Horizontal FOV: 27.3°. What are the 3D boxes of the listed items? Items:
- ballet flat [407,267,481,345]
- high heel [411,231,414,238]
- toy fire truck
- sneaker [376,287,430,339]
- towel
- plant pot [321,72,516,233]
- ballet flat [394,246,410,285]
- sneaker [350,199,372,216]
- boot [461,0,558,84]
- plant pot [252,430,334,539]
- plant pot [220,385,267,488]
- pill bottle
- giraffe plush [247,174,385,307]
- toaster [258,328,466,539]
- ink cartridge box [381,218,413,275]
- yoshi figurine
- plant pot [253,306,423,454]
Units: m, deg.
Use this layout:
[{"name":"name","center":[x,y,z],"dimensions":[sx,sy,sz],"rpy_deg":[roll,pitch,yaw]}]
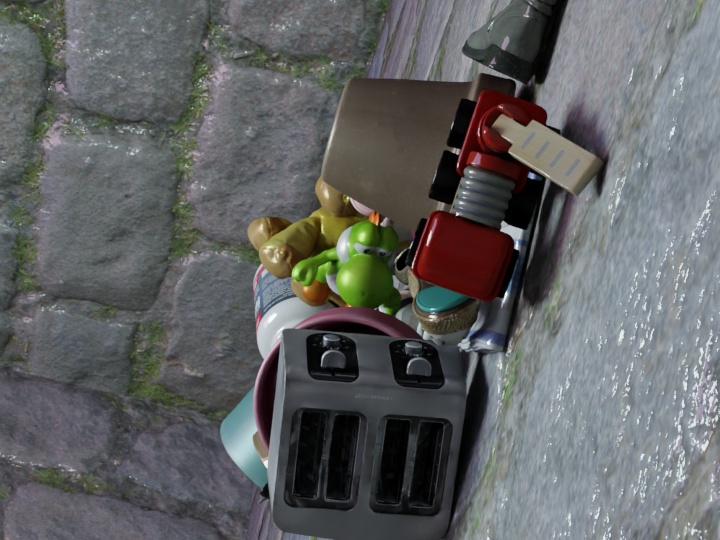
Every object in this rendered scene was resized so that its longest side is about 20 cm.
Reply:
[{"name":"ballet flat","center":[0.084,0.035,1.424],"dimensions":[0.200,0.070,0.065],"rpy_deg":[-88,-14,-74]},{"name":"high heel","center":[0.082,-0.045,1.753],"dimensions":[0.096,0.067,0.200],"rpy_deg":[-63,-3,26]},{"name":"toy fire truck","center":[0.120,-0.062,1.248],"dimensions":[0.200,0.128,0.176],"rpy_deg":[29,-99,-86]},{"name":"sneaker","center":[0.049,0.049,1.809],"dimensions":[0.200,0.080,0.074],"rpy_deg":[-138,59,-86]},{"name":"towel","center":[0.134,-0.017,1.418],"dimensions":[0.147,0.024,0.201],"rpy_deg":[161,123,-82]},{"name":"plant pot","center":[0.055,-0.125,1.560],"dimensions":[0.200,0.174,0.201],"rpy_deg":[16,-90,-89]},{"name":"ballet flat","center":[0.070,-0.012,1.798],"dimensions":[0.067,0.046,0.200],"rpy_deg":[-46,9,0]},{"name":"sneaker","center":[0.065,-0.137,1.750],"dimensions":[0.200,0.075,0.105],"rpy_deg":[-41,8,8]},{"name":"boot","center":[0.170,-0.267,1.542],"dimensions":[0.200,0.068,0.131],"rpy_deg":[-112,46,-77]},{"name":"plant pot","center":[-0.024,0.233,1.727],"dimensions":[0.093,0.201,0.201],"rpy_deg":[-44,9,3]},{"name":"plant pot","center":[-0.062,0.203,1.995],"dimensions":[0.161,0.200,0.201],"rpy_deg":[-53,13,16]},{"name":"pill bottle","center":[-0.076,0.068,1.911],"dimensions":[0.200,0.119,0.120],"rpy_deg":[-101,24,-59]},{"name":"giraffe plush","center":[-0.021,-0.063,1.875],"dimensions":[0.200,0.173,0.162],"rpy_deg":[-14,-38,-59]},{"name":"toaster","center":[0.000,0.165,1.435],"dimensions":[0.119,0.180,0.201],"rpy_deg":[-100,17,-73]},{"name":"ink cartridge box","center":[0.067,-0.069,1.959],"dimensions":[0.200,0.067,0.117],"rpy_deg":[111,170,-48]},{"name":"yoshi figurine","center":[-0.009,0.012,1.651],"dimensions":[0.112,0.112,0.200],"rpy_deg":[62,160,9]},{"name":"plant pot","center":[0.004,0.129,1.605],"dimensions":[0.179,0.199,0.201],"rpy_deg":[-33,-41,-75]}]
